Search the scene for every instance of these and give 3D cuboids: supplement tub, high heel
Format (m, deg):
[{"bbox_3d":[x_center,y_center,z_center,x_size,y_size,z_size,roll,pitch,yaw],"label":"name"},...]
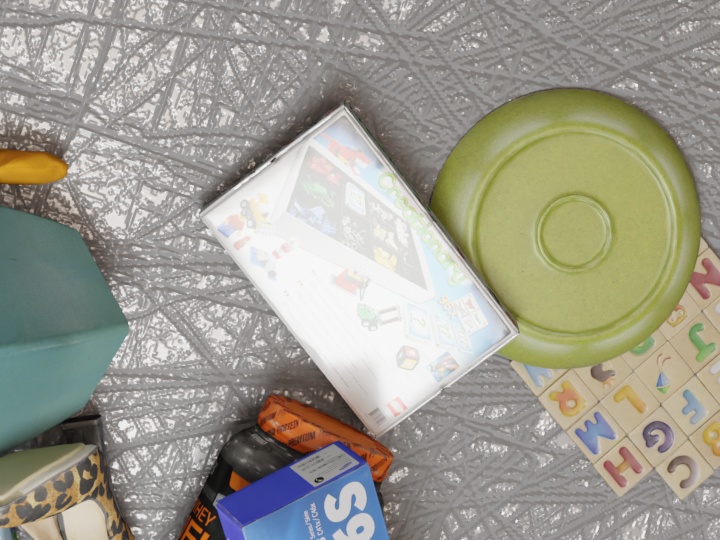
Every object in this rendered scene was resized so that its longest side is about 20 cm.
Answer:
[{"bbox_3d":[-0.063,0.194,1.442,0.122,0.123,0.200,25,93,-13],"label":"supplement tub"},{"bbox_3d":[-0.192,0.183,1.380,0.071,0.200,0.143,-7,97,11],"label":"high heel"}]

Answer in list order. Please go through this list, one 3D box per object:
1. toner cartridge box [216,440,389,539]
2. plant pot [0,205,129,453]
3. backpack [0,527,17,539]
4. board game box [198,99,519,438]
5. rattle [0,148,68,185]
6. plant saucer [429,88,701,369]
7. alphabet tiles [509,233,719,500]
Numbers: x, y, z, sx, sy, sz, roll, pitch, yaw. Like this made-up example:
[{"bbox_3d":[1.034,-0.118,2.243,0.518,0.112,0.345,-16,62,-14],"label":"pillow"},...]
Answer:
[{"bbox_3d":[-0.020,0.220,1.376,0.095,0.043,0.200,-25,118,-19],"label":"toner cartridge box"},{"bbox_3d":[-0.261,0.042,1.341,0.200,0.141,0.141,-6,143,-40],"label":"plant pot"},{"bbox_3d":[-0.310,0.230,1.390,0.183,0.147,0.200,-11,103,-6],"label":"backpack"},{"bbox_3d":[0.000,0.000,1.452,0.126,0.035,0.200,-36,99,8],"label":"board game box"},{"bbox_3d":[-0.290,-0.141,1.380,0.143,0.130,0.200,-21,75,-18],"label":"rattle"},{"bbox_3d":[0.148,-0.027,1.490,0.200,0.031,0.200,-1,97,-8],"label":"plant saucer"},{"bbox_3d":[0.210,0.062,1.532,0.166,0.006,0.200,-41,103,-3],"label":"alphabet tiles"}]
